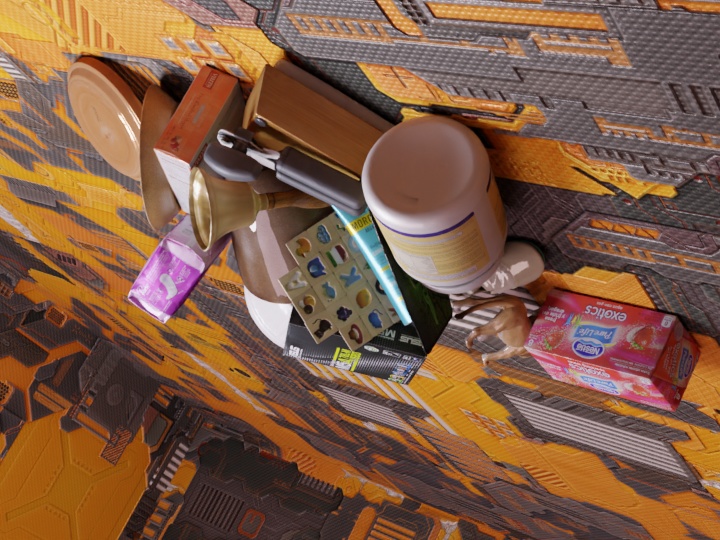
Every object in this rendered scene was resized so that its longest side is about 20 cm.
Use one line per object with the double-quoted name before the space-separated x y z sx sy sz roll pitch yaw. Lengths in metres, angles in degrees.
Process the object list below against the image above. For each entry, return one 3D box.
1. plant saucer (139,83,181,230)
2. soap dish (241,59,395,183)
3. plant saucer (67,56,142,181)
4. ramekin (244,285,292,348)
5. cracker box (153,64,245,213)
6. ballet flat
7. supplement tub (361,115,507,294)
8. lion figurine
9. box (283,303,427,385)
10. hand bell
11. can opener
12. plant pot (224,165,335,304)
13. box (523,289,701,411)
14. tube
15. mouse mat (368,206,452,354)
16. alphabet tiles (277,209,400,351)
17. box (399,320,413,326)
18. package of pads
"plant saucer" -0.267 -0.156 1.768 0.035 0.202 0.200 0 159 4
"soap dish" -0.051 -0.160 1.559 0.199 0.082 0.157 30 163 -7
"plant saucer" -0.363 -0.214 1.858 0.200 0.032 0.201 37 149 27
"ramekin" -0.069 0.020 1.935 0.201 0.203 0.094 31 152 -9
"cracker box" -0.202 -0.163 1.700 0.057 0.135 0.200 24 162 11
"ballet flat" 0.173 0.006 1.698 0.069 0.070 0.200 34 162 -17
"supplement tub" 0.092 -0.070 1.480 0.145 0.146 0.200 21 161 24
"lion figurine" 0.207 0.074 1.747 0.122 0.073 0.200 -17 160 16
"box" -0.009 0.101 1.783 0.191 0.048 0.200 12 163 -3
"hand bell" -0.108 -0.087 1.613 0.198 0.105 0.104 -7 175 -22
"can opener" -0.089 -0.108 1.511 0.199 0.067 0.053 27 164 6
"plant pot" -0.107 -0.091 1.733 0.186 0.187 0.201 17 145 32
"box" 0.331 0.104 1.686 0.199 0.096 0.100 13 158 42
"tube" 0.034 -0.028 1.660 0.201 0.077 0.050 62 -178 2
"mouse mat" 0.066 -0.009 1.601 0.007 0.161 0.201 -19 102 22
"alphabet tiles" 0.000 0.000 1.681 0.167 0.199 0.006 57 174 -3
"box" 0.042 0.029 1.788 0.199 0.048 0.118 -13 94 57
"package of pads" -0.245 -0.022 1.802 0.075 0.121 0.200 35 -157 -4
